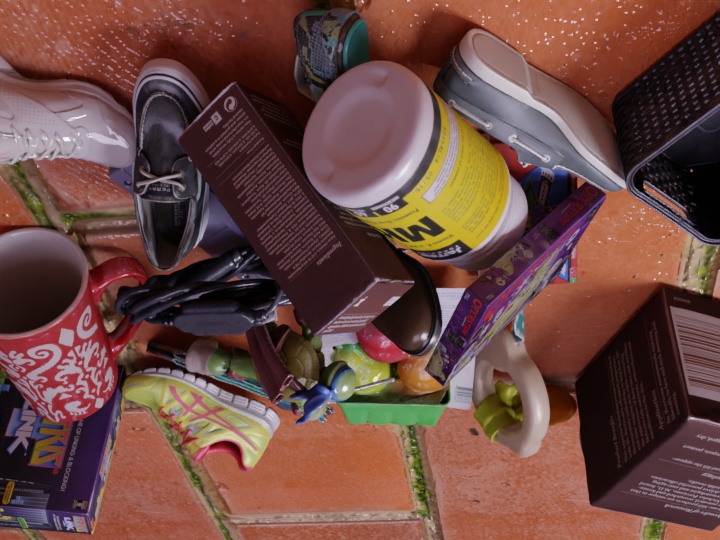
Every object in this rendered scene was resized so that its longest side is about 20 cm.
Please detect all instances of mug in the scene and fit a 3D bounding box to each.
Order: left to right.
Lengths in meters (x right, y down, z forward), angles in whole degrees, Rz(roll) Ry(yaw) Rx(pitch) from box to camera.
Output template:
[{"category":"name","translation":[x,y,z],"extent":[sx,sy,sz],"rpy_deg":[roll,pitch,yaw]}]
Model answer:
[{"category":"mug","translation":[-0.314,0.071,1.011],"extent":[0.175,0.135,0.201],"rpy_deg":[4,143,3]}]

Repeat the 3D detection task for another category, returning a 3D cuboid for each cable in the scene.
[{"category":"cable","translation":[-0.131,0.009,0.866],"extent":[0.197,0.163,0.052],"rpy_deg":[-5,110,22]}]

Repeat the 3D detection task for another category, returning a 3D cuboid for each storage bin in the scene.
[{"category":"storage bin","translation":[0.317,-0.128,0.757],"extent":[0.134,0.095,0.200],"rpy_deg":[27,133,-25]}]

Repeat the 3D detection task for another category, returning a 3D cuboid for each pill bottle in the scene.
[{"category":"pill bottle","translation":[0.053,-0.075,0.766],"extent":[0.113,0.116,0.199],"rpy_deg":[-23,150,28]}]

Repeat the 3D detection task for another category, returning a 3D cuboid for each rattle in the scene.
[{"category":"rattle","translation":[0.198,0.097,1.055],"extent":[0.141,0.130,0.203],"rpy_deg":[-8,110,-12]}]

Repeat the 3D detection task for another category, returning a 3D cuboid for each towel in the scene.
[{"category":"towel","translation":[-0.143,0.129,1.091],"extent":[0.198,0.022,0.146],"rpy_deg":[24,169,-22]}]

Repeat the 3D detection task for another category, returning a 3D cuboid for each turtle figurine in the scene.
[{"category":"turtle figurine","translation":[-0.068,0.073,0.956],"extent":[0.191,0.201,0.145],"rpy_deg":[15,139,23]}]

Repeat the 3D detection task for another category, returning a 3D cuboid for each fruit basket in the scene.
[{"category":"fruit basket","translation":[0.037,0.084,1.043],"extent":[0.182,0.094,0.202],"rpy_deg":[0,129,4]}]

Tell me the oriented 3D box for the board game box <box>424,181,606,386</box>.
[{"category":"board game box","translation":[0.140,0.009,0.840],"extent":[0.032,0.199,0.121],"rpy_deg":[37,141,20]}]

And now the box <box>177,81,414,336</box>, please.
[{"category":"box","translation":[-0.050,-0.048,0.766],"extent":[0.075,0.201,0.100],"rpy_deg":[-41,165,14]}]

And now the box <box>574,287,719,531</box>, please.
[{"category":"box","translation":[0.357,0.155,1.026],"extent":[0.162,0.168,0.201],"rpy_deg":[13,139,-13]}]

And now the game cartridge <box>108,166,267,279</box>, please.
[{"category":"game cartridge","translation":[-0.127,-0.066,0.910],"extent":[0.129,0.039,0.200],"rpy_deg":[-22,133,33]}]

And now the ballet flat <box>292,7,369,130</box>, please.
[{"category":"ballet flat","translation":[-0.019,-0.139,0.802],"extent":[0.073,0.075,0.202],"rpy_deg":[-1,138,6]}]

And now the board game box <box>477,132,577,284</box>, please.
[{"category":"board game box","translation":[0.158,-0.055,0.910],"extent":[0.101,0.020,0.201],"rpy_deg":[-4,139,10]}]

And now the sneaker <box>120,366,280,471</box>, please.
[{"category":"sneaker","translation":[-0.200,0.182,1.140],"extent":[0.197,0.091,0.078],"rpy_deg":[20,154,-4]}]

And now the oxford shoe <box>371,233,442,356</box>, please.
[{"category":"oxford shoe","translation":[0.000,0.000,0.836],"extent":[0.084,0.200,0.073],"rpy_deg":[10,122,-45]}]

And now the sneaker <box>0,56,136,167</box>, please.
[{"category":"sneaker","translation":[-0.286,-0.119,0.806],"extent":[0.197,0.100,0.078],"rpy_deg":[17,138,-15]}]

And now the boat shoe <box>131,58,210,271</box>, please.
[{"category":"boat shoe","translation":[-0.162,-0.082,0.817],"extent":[0.071,0.071,0.202],"rpy_deg":[6,134,5]}]

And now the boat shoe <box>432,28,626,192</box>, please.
[{"category":"boat shoe","translation":[0.147,-0.122,0.793],"extent":[0.199,0.073,0.062],"rpy_deg":[32,132,-21]}]

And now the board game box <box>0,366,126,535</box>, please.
[{"category":"board game box","translation":[-0.376,0.201,1.109],"extent":[0.163,0.202,0.057],"rpy_deg":[4,139,-2]}]
